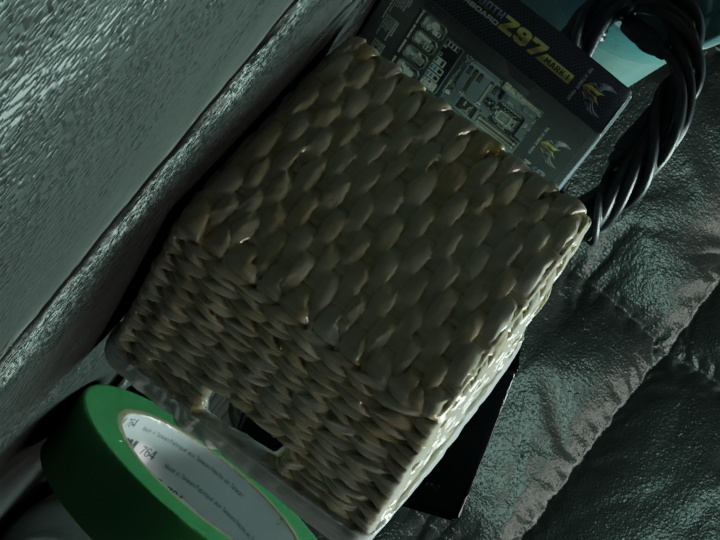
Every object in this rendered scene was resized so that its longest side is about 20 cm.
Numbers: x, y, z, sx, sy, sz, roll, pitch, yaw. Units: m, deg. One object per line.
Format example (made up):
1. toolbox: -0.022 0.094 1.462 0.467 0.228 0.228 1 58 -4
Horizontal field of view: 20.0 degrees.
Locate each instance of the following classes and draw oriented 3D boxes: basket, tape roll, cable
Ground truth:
1. basket: -0.007 0.012 1.172 0.200 0.198 0.161 -49 172 -35
2. tape roll: -0.106 0.152 1.271 0.048 0.200 0.200 -51 178 7
3. cable: 0.175 -0.108 1.420 0.163 0.051 0.201 -25 -132 38

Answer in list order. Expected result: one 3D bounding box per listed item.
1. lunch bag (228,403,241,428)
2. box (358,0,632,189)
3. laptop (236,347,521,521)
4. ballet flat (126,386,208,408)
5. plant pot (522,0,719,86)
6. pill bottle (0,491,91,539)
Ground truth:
1. lunch bag: -0.058 0.094 2.120 0.168 0.139 0.200 -51 177 -24
2. box: 0.059 -0.093 1.284 0.051 0.157 0.200 -49 176 -36
3. laptop: 0.019 0.055 1.563 0.116 0.186 0.201 119 -14 -52
4. ballet flat: -0.116 0.169 1.409 0.072 0.202 0.073 -9 179 0
5. plant pot: 0.214 -0.243 1.820 0.200 0.200 0.196 -50 -175 -34
6. pill bottle: -0.200 0.213 1.465 0.113 0.112 0.200 -52 178 8
